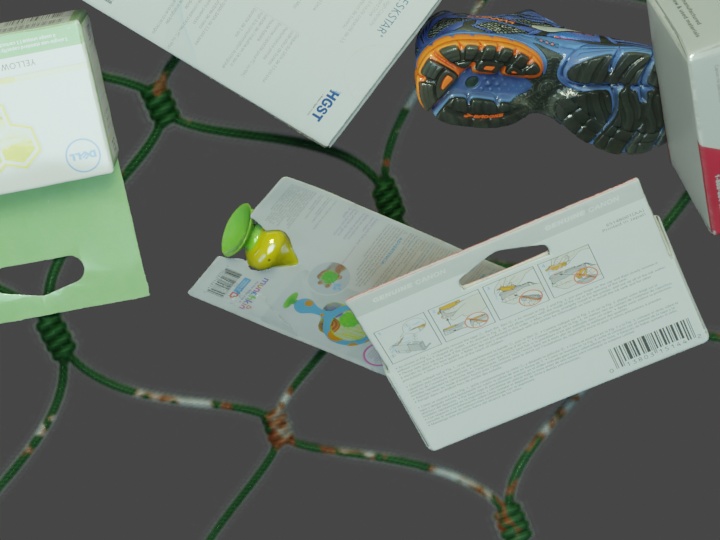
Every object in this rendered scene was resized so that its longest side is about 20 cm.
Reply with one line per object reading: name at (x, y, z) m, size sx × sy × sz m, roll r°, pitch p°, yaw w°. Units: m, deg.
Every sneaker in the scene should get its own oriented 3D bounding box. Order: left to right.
sneaker at (0.124, -0.129, 1.648) m, size 0.199 × 0.079 × 0.076 m, roll 10°, pitch 123°, yaw -22°

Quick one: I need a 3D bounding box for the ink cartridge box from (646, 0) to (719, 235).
ink cartridge box at (0.285, -0.126, 1.603) m, size 0.199 × 0.086 × 0.148 m, roll -19°, pitch 130°, yaw -6°

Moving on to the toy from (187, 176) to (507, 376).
toy at (0.000, 0.000, 1.698) m, size 0.199 × 0.047 × 0.115 m, roll 20°, pitch 127°, yaw -30°

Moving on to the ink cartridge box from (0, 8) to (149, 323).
ink cartridge box at (-0.225, -0.057, 1.690) m, size 0.145 × 0.048 × 0.201 m, roll -10°, pitch 108°, yaw 3°

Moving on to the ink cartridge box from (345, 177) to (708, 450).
ink cartridge box at (0.104, 0.018, 1.675) m, size 0.199 × 0.045 × 0.176 m, roll -22°, pitch 137°, yaw 7°

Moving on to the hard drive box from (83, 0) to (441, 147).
hard drive box at (-0.058, -0.192, 1.595) m, size 0.199 × 0.077 × 0.156 m, roll 32°, pitch 130°, yaw -10°
